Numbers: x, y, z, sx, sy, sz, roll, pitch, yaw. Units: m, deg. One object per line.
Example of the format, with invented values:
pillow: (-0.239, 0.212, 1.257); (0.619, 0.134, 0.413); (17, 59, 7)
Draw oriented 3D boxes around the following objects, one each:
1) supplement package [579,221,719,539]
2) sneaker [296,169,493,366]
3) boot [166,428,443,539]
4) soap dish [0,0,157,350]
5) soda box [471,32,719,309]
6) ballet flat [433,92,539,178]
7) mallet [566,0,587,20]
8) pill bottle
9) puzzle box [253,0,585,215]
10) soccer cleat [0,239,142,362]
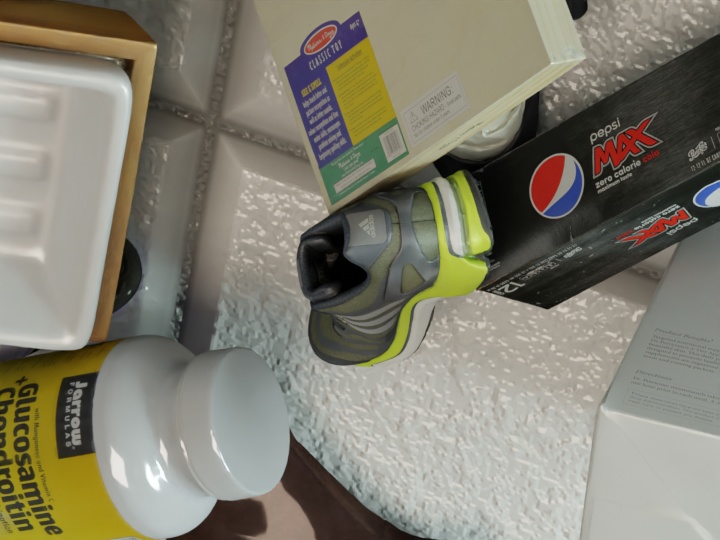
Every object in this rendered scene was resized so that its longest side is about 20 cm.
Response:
supplement package: (0.224, 0.097, 1.290); (0.190, 0.200, 0.148); (14, 122, 14)
sneaker: (0.000, 0.000, 1.355); (0.080, 0.074, 0.200); (-3, 159, -19)
boot: (-0.034, 0.133, 1.483); (0.199, 0.072, 0.167); (-6, 117, 28)
soap dish: (-0.197, -0.057, 1.353); (0.156, 0.082, 0.201); (7, 128, -9)
soda box: (0.146, -0.052, 1.303); (0.199, 0.071, 0.064); (-28, 64, 31)
ballet flat: (0.057, -0.115, 1.314); (0.073, 0.073, 0.201); (11, 121, 15)
mallet: (0.102, -0.220, 1.264); (0.041, 0.066, 0.201); (5, 134, 13)
pill bottle: (-0.144, 0.097, 1.432); (0.199, 0.112, 0.113); (-11, 113, 28)
puzzle box: (0.023, -0.124, 1.278); (0.200, 0.025, 0.134); (-31, 75, 51)
soccer cleat: (-0.212, 0.027, 1.507); (0.199, 0.073, 0.069); (-21, 71, 13)
